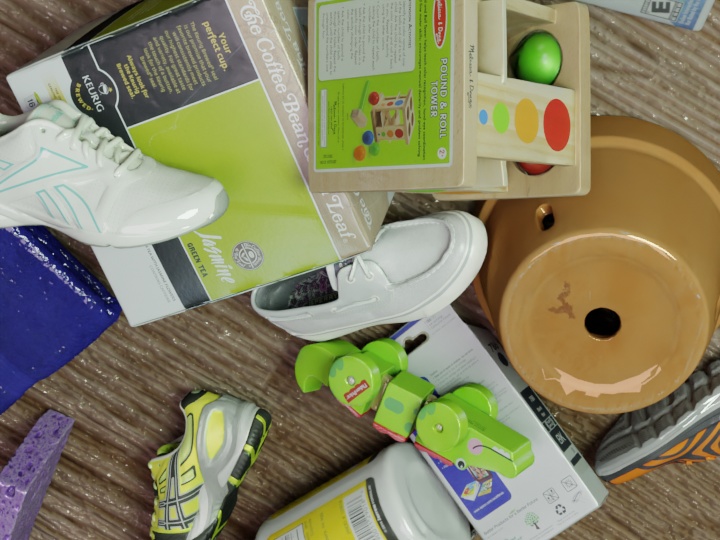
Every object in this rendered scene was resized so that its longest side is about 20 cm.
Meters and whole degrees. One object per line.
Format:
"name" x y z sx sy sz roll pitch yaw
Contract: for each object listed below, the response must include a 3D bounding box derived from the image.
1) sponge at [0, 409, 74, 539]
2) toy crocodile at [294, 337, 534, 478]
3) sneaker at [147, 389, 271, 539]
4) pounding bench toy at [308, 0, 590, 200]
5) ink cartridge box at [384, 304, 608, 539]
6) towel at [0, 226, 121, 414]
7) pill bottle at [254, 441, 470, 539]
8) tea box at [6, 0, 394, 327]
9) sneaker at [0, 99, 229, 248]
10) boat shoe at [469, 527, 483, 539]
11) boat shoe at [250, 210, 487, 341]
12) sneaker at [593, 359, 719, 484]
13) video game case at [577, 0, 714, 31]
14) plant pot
"sponge" -0.306 0.228 1.108 0.030 0.112 0.200 23 117 -2
"toy crocodile" 0.038 0.104 0.966 0.200 0.067 0.062 26 111 19
"sneaker" -0.145 0.186 1.087 0.076 0.075 0.200 28 106 5
"pounding bench toy" 0.064 -0.148 0.825 0.124 0.156 0.201 1 91 42
"ink cartridge box" 0.094 0.123 1.002 0.099 0.039 0.200 -38 84 24
"towel" -0.311 0.036 1.061 0.200 0.050 0.148 -35 111 23
"pill bottle" -0.017 0.232 1.053 0.200 0.111 0.111 -33 104 25
"tea box" -0.103 -0.097 0.906 0.196 0.134 0.200 -16 111 19
"sneaker" -0.183 -0.064 0.825 0.200 0.070 0.080 7 114 11
"boat shoe" 0.068 0.276 1.090 0.200 0.072 0.076 -47 73 27
"boat shoe" 0.000 0.000 0.938 0.200 0.072 0.068 -15 157 42
"sneaker" 0.282 0.131 0.966 0.200 0.078 0.112 -34 103 23
"video game case" 0.156 -0.246 0.795 0.182 0.022 0.200 15 146 3
"plant pot" 0.171 0.009 0.898 0.199 0.140 0.201 4 116 9
